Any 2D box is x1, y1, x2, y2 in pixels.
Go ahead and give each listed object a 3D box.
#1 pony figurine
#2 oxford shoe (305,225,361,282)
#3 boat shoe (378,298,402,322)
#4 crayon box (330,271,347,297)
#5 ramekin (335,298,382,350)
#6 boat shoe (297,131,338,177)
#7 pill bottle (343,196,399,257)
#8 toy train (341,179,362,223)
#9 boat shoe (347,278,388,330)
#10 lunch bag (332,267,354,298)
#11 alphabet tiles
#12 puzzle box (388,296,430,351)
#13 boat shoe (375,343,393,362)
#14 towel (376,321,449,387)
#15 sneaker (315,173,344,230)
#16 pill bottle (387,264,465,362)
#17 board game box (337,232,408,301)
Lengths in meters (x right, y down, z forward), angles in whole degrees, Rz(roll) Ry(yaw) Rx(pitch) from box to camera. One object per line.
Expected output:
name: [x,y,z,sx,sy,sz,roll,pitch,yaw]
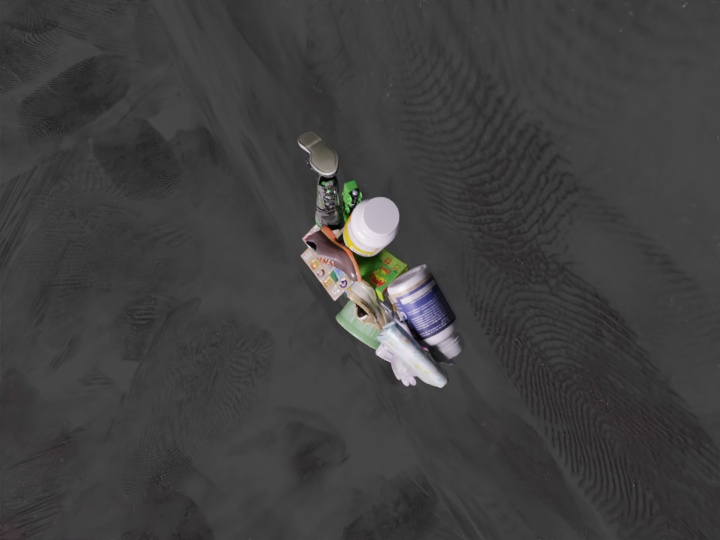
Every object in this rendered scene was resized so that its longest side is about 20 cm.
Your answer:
pony figurine: [0.140,0.177,1.397,0.193,0.164,0.203,-129,31,-49]
oxford shoe: [-0.065,-0.028,1.309,0.200,0.072,0.072,46,158,40]
boat shoe: [0.094,0.136,1.619,0.201,0.067,0.072,56,166,4]
crayon box: [-0.088,-0.024,1.630,0.201,0.051,0.126,52,-172,-12]
ramekin: [0.028,0.165,1.713,0.199,0.098,0.200,34,-176,-3]
boat shoe: [-0.102,-0.284,1.371,0.200,0.074,0.067,48,166,42]
pill bottle: [0.027,-0.101,1.210,0.112,0.110,0.200,57,167,2]
toy train: [-0.028,-0.181,1.407,0.200,0.041,0.057,114,133,-75]
boat shoe: [0.014,0.098,1.354,0.074,0.066,0.201,33,160,40]
lunch bag: [0.000,0.000,1.536,0.152,0.093,0.200,61,-167,16]
alphabet tiles: [-0.070,-0.049,1.457,0.201,0.167,0.008,51,-167,19]
puzzle box: [0.142,0.134,1.516,0.202,0.025,0.133,60,167,-6]
boat shoe: [0.129,0.254,1.572,0.199,0.067,0.074,33,-152,-26]
towel: [0.117,0.191,1.225,0.171,0.048,0.200,42,172,2]
sneaker: [-0.089,-0.189,1.420,0.086,0.077,0.202,91,169,-55]
pill bottle: [0.153,0.098,1.190,0.202,0.110,0.111,60,167,-7]
board game box: [0.016,-0.022,1.361,0.199,0.102,0.048,37,164,26]
